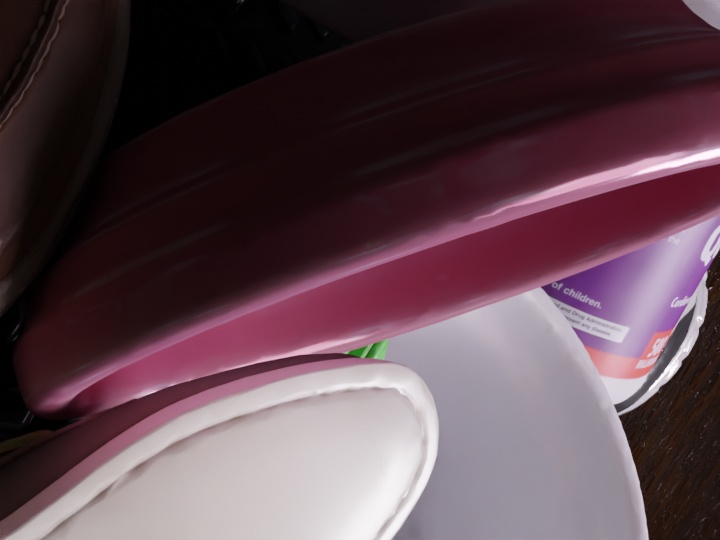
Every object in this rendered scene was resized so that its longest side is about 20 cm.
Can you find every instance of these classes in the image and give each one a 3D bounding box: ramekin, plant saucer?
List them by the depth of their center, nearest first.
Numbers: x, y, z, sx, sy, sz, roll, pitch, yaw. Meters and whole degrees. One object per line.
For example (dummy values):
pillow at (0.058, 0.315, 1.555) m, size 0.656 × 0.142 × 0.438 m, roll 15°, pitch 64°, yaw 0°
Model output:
plant saucer at (0.010, -0.018, 0.624) m, size 0.200 × 0.051 × 0.201 m, roll -18°, pitch 174°, yaw -2°
ramekin at (-0.004, 0.088, 0.861) m, size 0.098 × 0.201 × 0.200 m, roll -21°, pitch -168°, yaw 41°

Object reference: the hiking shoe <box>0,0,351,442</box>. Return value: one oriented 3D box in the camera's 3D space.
hiking shoe at (-0.058, -0.013, 0.753) m, size 0.200 × 0.076 × 0.101 m, roll -48°, pitch 175°, yaw -4°

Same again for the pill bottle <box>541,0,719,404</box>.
pill bottle at (0.105, -0.053, 1.051) m, size 0.200 × 0.112 × 0.112 m, roll -62°, pitch 163°, yaw 19°

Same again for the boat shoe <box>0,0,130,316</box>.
boat shoe at (-0.119, -0.006, 0.560) m, size 0.200 × 0.076 × 0.072 m, roll -58°, pitch 162°, yaw 1°

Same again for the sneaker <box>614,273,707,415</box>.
sneaker at (0.124, -0.034, 1.140) m, size 0.201 × 0.074 × 0.080 m, roll -69°, pitch 160°, yaw -4°

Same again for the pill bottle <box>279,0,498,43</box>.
pill bottle at (0.032, -0.155, 0.639) m, size 0.200 × 0.113 × 0.113 m, roll -59°, pitch 164°, yaw 10°

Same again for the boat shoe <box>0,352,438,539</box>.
boat shoe at (-0.073, 0.070, 0.626) m, size 0.201 × 0.060 × 0.072 m, roll -28°, pitch 120°, yaw -25°

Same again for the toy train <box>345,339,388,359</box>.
toy train at (0.000, 0.000, 0.776) m, size 0.200 × 0.042 × 0.056 m, roll -59°, pitch 172°, yaw -40°
